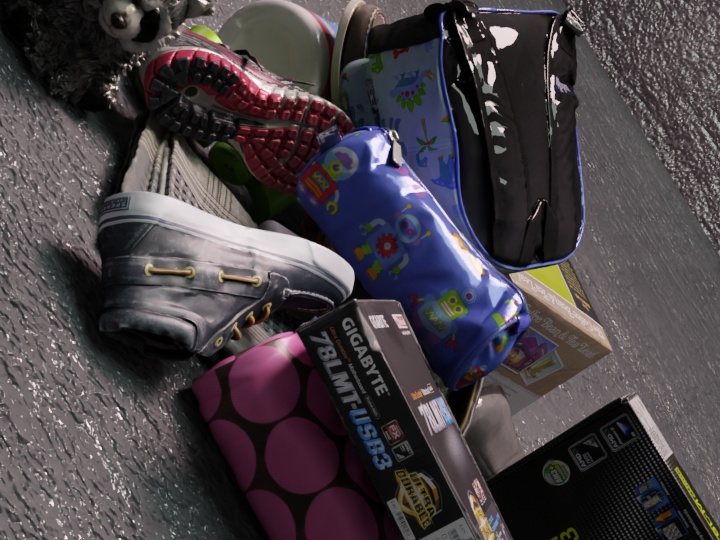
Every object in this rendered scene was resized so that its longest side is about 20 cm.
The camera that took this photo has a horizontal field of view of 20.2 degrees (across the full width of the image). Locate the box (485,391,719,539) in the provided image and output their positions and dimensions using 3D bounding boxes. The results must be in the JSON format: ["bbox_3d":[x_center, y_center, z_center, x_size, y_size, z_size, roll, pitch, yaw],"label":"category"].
[{"bbox_3d":[0.171,0.222,1.481,0.201,0.192,0.047,59,16,7],"label":"box"}]

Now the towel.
[{"bbox_3d":[-0.098,-0.007,1.408,0.200,0.034,0.193,48,23,-23],"label":"towel"}]

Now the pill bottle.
[{"bbox_3d":[-0.038,-0.156,1.717,0.113,0.112,0.200,62,19,18],"label":"pill bottle"}]

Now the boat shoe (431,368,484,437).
[{"bbox_3d":[0.035,0.118,1.415,0.073,0.065,0.201,44,45,-22],"label":"boat shoe"}]

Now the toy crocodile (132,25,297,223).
[{"bbox_3d":[-0.117,-0.124,1.540,0.200,0.062,0.068,48,54,-12],"label":"toy crocodile"}]

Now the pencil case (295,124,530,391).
[{"bbox_3d":[0.038,-0.014,1.418,0.200,0.087,0.078,52,22,11],"label":"pencil case"}]

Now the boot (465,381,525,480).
[{"bbox_3d":[0.115,0.171,1.577,0.132,0.069,0.200,65,7,24],"label":"boot"}]

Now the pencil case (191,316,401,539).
[{"bbox_3d":[-0.025,0.136,1.285,0.201,0.090,0.094,63,18,12],"label":"pencil case"}]

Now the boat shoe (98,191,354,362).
[{"bbox_3d":[-0.088,0.020,1.290,0.199,0.071,0.092,17,69,-40],"label":"boat shoe"}]

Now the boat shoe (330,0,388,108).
[{"bbox_3d":[0.014,-0.123,1.642,0.072,0.059,0.201,-41,137,-52],"label":"boat shoe"}]

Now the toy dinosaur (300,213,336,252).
[{"bbox_3d":[0.000,0.000,1.583,0.135,0.102,0.202,13,72,-38],"label":"toy dinosaur"}]

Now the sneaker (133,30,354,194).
[{"bbox_3d":[-0.081,-0.124,1.478,0.199,0.081,0.075,30,20,-40],"label":"sneaker"}]

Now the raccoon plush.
[{"bbox_3d":[-0.171,-0.206,1.406,0.097,0.134,0.201,43,22,-34],"label":"raccoon plush"}]

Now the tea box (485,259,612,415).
[{"bbox_3d":[0.093,-0.001,1.762,0.200,0.133,0.198,32,28,-53],"label":"tea box"}]

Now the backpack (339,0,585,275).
[{"bbox_3d":[0.084,-0.092,1.553,0.182,0.146,0.202,-4,84,-47],"label":"backpack"}]

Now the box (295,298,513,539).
[{"bbox_3d":[0.037,0.115,1.277,0.200,0.049,0.200,65,6,5],"label":"box"}]

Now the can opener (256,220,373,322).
[{"bbox_3d":[-0.025,0.010,1.452,0.200,0.053,0.067,33,23,-47],"label":"can opener"}]
